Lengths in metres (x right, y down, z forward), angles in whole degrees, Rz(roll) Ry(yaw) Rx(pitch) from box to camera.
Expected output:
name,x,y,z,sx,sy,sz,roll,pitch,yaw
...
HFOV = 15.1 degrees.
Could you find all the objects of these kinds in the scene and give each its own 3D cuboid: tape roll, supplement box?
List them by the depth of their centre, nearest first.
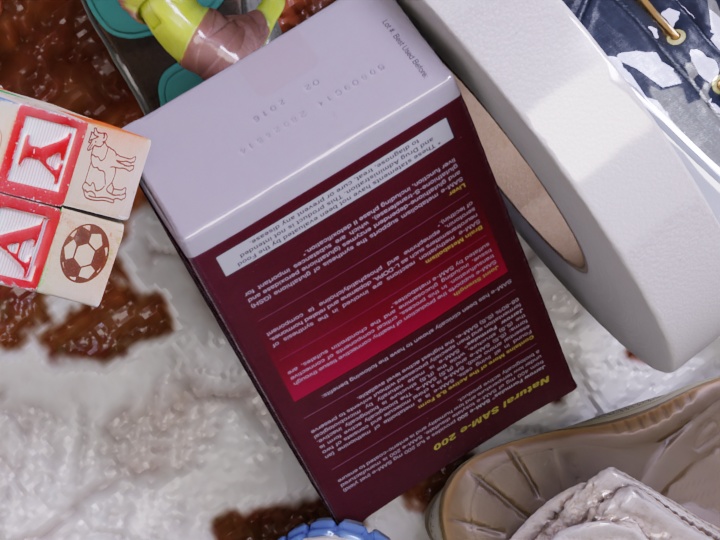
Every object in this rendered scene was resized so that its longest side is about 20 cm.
name,x,y,z,sx,sy,sz,roll,pitch,yaw
tape roll,0.061,-0.053,0.960,0.037,0.203,0.203,-38,102,-3
supplement box,0.000,0.000,0.970,0.109,0.061,0.200,-31,142,-5

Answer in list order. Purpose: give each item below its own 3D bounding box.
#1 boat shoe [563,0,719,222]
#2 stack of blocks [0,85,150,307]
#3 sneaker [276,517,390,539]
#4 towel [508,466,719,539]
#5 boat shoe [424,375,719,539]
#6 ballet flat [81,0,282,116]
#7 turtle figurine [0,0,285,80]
name,x,y,z,sx,sy,sz,roll,pitch,yaw
boat shoe,0.158,-0.050,1.038,0.200,0.071,0.091,42,89,-6
stack of blocks,-0.180,-0.051,0.918,0.115,0.200,0.059,14,95,-46
sneaker,-0.057,0.182,1.013,0.077,0.085,0.200,33,109,-12
towel,0.076,0.170,1.034,0.132,0.035,0.200,30,113,-26
boat shoe,0.123,0.081,1.059,0.199,0.065,0.072,-11,87,-10
ballet flat,-0.060,-0.091,1.000,0.067,0.064,0.200,-13,110,17
turtle figurine,-0.093,-0.134,0.913,0.161,0.064,0.200,27,116,-4
